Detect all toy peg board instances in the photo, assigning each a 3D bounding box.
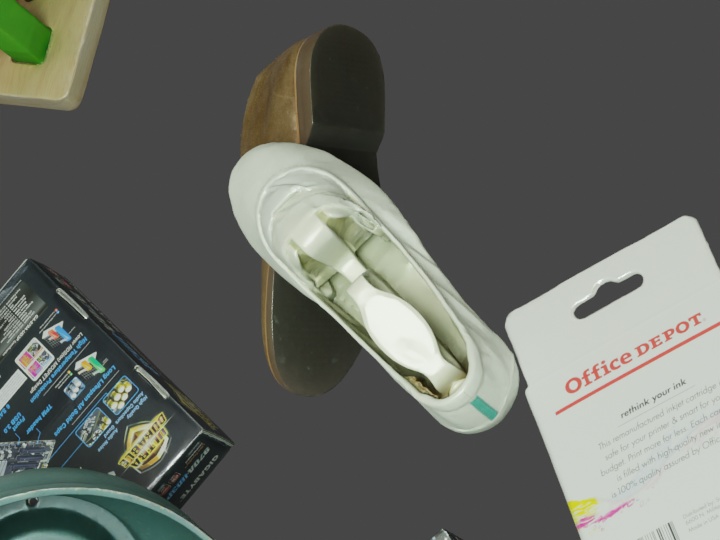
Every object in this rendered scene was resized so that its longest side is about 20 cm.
[{"bbox_3d":[-0.253,-0.217,1.138,0.197,0.098,0.202,8,75,23],"label":"toy peg board"}]

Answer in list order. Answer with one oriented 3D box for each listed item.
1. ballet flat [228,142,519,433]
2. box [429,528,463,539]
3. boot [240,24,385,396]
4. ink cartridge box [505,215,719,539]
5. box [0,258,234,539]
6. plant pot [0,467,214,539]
[{"bbox_3d":[0.000,0.000,0.918,0.069,0.069,0.200,-45,69,2],"label":"ballet flat"},{"bbox_3d":[0.012,0.246,0.913,0.200,0.038,0.137,-41,63,4],"label":"box"},{"bbox_3d":[-0.031,-0.029,1.019,0.075,0.073,0.202,-10,71,50],"label":"boot"},{"bbox_3d":[0.155,0.088,0.877,0.115,0.068,0.201,-29,53,15],"label":"ink cartridge box"},{"bbox_3d":[-0.191,0.118,1.029,0.159,0.046,0.200,40,90,27],"label":"box"},{"bbox_3d":[-0.152,0.183,0.908,0.198,0.134,0.202,-3,102,-13],"label":"plant pot"}]
